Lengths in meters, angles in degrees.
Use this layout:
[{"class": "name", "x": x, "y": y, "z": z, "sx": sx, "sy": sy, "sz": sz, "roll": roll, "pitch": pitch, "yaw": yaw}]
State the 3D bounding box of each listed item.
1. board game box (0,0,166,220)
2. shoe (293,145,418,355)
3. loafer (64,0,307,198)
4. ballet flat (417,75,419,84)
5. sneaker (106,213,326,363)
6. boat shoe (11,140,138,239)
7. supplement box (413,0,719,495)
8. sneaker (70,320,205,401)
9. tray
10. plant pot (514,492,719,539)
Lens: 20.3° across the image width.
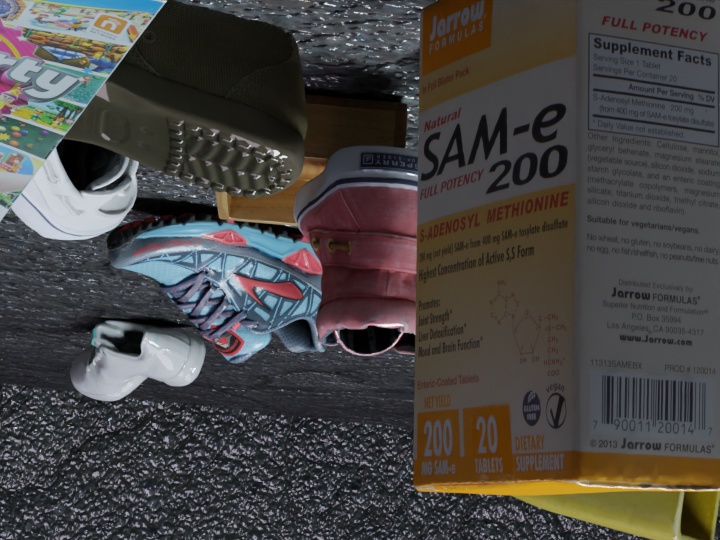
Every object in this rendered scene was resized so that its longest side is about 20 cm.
[{"class": "board game box", "x": -0.168, "y": -0.090, "z": 0.697, "sx": 0.146, "sy": 0.065, "sz": 0.200, "roll": 12, "pitch": 152, "yaw": -23}, {"class": "shoe", "x": 0.000, "y": 0.000, "z": 1.043, "sx": 0.071, "sy": 0.092, "sz": 0.200, "roll": 5, "pitch": 171, "yaw": -5}, {"class": "loafer", "x": -0.112, "y": -0.093, "z": 0.824, "sx": 0.198, "sy": 0.068, "sz": 0.076, "roll": 23, "pitch": 151, "yaw": -8}, {"class": "ballet flat", "x": 0.091, "y": -0.050, "z": 0.996, "sx": 0.071, "sy": 0.073, "sz": 0.200, "roll": 0, "pitch": 169, "yaw": 30}, {"class": "sneaker", "x": -0.088, "y": 0.015, "z": 1.401, "sx": 0.199, "sy": 0.097, "sz": 0.079, "roll": 11, "pitch": 168, "yaw": -38}, {"class": "boat shoe", "x": -0.149, "y": -0.057, "z": 1.047, "sx": 0.065, "sy": 0.074, "sz": 0.200, "roll": 7, "pitch": 173, "yaw": 16}, {"class": "supplement box", "x": 0.079, "y": -0.015, "z": 0.783, "sx": 0.073, "sy": 0.202, "sz": 0.126, "roll": 5, "pitch": 171, "yaw": -26}, {"class": "sneaker", "x": -0.249, "y": 0.081, "z": 2.052, "sx": 0.088, "sy": 0.076, "sz": 0.199, "roll": 27, "pitch": 153, "yaw": -36}, {"class": "tray", "x": -0.030, "y": -0.058, "z": 1.103, "sx": 0.098, "sy": 0.037, "sz": 0.200, "roll": 5, "pitch": 172, "yaw": -2}, {"class": "plant pot", "x": 0.176, "y": 0.103, "z": 1.553, "sx": 0.198, "sy": 0.196, "sz": 0.195, "roll": 7, "pitch": 173, "yaw": 18}]
